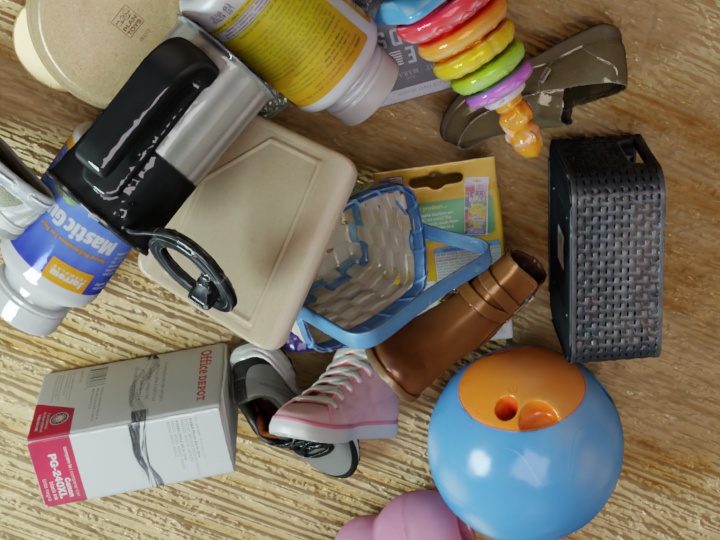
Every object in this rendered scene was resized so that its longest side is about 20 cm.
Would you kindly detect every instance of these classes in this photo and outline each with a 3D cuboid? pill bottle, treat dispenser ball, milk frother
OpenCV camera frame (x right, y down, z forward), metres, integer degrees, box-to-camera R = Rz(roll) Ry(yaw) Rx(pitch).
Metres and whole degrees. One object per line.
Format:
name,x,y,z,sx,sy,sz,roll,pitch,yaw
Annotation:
pill bottle,-0.281,-0.036,1.580,0.112,0.112,0.200,32,108,-16
treat dispenser ball,0.167,0.177,1.649,0.199,0.201,0.202,-1,114,-3
pill bottle,-0.061,-0.221,1.483,0.200,0.109,0.109,37,107,-26
milk frother,-0.143,-0.091,1.423,0.200,0.180,0.188,40,89,-8

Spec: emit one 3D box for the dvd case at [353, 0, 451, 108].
dvd case,0.047,-0.265,1.545,0.149,0.025,0.201,-15,113,4

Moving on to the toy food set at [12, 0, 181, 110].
toy food set,-0.218,-0.240,1.529,0.197,0.049,0.201,22,110,-12

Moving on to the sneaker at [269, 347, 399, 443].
sneaker,-0.023,0.119,1.627,0.075,0.200,0.106,6,91,31

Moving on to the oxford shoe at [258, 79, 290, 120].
oxford shoe,-0.118,-0.158,1.569,0.075,0.058,0.200,36,92,-10

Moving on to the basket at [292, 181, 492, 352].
basket,0.000,0.000,1.514,0.176,0.199,0.140,-32,128,-32

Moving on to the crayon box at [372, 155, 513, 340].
crayon box,0.083,-0.023,1.639,0.125,0.052,0.201,-8,115,0

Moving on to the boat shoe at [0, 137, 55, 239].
boat shoe,-0.363,-0.126,1.529,0.065,0.074,0.203,-36,80,15

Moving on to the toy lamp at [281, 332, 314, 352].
toy lamp,-0.066,-0.017,1.630,0.058,0.058,0.201,-3,113,-2

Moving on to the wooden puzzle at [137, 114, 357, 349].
wooden puzzle,-0.104,-0.045,1.487,0.037,0.199,0.186,18,98,-51

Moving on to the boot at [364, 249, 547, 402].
boot,0.097,0.049,1.542,0.155,0.200,0.077,-40,76,21

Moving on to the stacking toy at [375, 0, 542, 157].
stacking toy,0.115,-0.189,1.487,0.109,0.116,0.201,-36,105,-9

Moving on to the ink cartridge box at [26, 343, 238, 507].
ink cartridge box,-0.226,0.155,1.648,0.198,0.145,0.084,-10,113,2

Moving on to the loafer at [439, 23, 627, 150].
loafer,0.170,-0.167,1.558,0.199,0.076,0.068,-29,70,9

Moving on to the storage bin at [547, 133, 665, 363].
storage bin,0.240,-0.022,1.600,0.093,0.135,0.201,-4,114,-1

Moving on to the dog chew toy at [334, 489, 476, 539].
dog chew toy,0.025,0.315,1.751,0.199,0.125,0.125,-21,113,15

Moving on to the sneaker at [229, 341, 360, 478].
sneaker,-0.073,0.161,1.680,0.074,0.080,0.200,-22,128,28
